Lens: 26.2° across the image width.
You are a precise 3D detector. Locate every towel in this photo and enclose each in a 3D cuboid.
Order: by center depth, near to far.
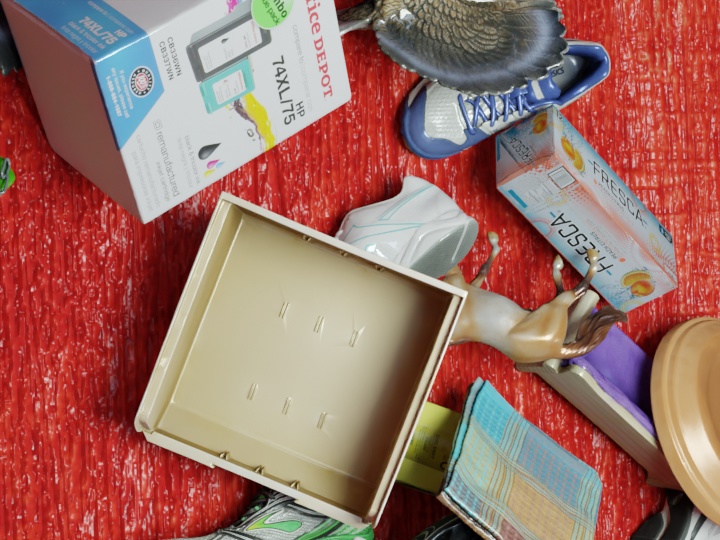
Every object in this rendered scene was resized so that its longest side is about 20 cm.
[{"bbox_3d":[0.132,0.174,1.236,0.146,0.200,0.022,40,113,-4],"label":"towel"}]

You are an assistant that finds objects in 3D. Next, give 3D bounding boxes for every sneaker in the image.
[{"bbox_3d":[-0.081,0.210,1.242,0.198,0.078,0.086,-6,84,-35],"label":"sneaker"},{"bbox_3d":[0.000,0.000,1.291,0.200,0.071,0.080,-36,64,-9],"label":"sneaker"},{"bbox_3d":[0.126,-0.158,1.340,0.199,0.088,0.076,-28,102,-22],"label":"sneaker"},{"bbox_3d":[0.315,0.263,1.422,0.115,0.076,0.201,43,69,-16],"label":"sneaker"}]

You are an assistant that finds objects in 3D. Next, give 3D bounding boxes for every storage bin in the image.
[{"bbox_3d":[-0.047,0.072,1.191,0.198,0.094,0.200,22,89,2],"label":"storage bin"}]

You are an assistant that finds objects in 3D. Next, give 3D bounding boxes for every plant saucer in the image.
[{"bbox_3d":[0.338,0.134,1.382,0.199,0.037,0.202,19,57,-33],"label":"plant saucer"}]

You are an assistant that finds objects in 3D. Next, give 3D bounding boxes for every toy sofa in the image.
[{"bbox_3d":[0.245,0.110,1.382,0.200,0.097,0.083,40,71,-19],"label":"toy sofa"}]

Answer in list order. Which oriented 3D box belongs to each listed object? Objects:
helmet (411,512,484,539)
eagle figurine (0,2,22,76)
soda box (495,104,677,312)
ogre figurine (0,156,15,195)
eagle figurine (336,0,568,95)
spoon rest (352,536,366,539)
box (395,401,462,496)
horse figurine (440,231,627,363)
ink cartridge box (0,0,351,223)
[{"bbox_3d":[0.101,0.290,1.256,0.198,0.191,0.202,-1,69,3],"label":"helmet"},{"bbox_3d":[-0.293,-0.267,1.138,0.151,0.151,0.201,30,109,18],"label":"eagle figurine"},{"bbox_3d":[0.197,-0.050,1.347,0.200,0.063,0.069,42,35,-33],"label":"soda box"},{"bbox_3d":[-0.355,-0.056,1.105,0.199,0.098,0.121,27,58,-38],"label":"ogre figurine"},{"bbox_3d":[0.066,-0.219,1.274,0.199,0.151,0.152,36,66,-13],"label":"eagle figurine"},{"bbox_3d":[-0.062,0.288,1.205,0.199,0.061,0.099,-37,147,9],"label":"spoon rest"},{"bbox_3d":[0.073,0.157,1.322,0.199,0.050,0.076,22,77,-23],"label":"box"},{"bbox_3d":[0.124,0.029,1.309,0.198,0.050,0.133,17,64,11],"label":"horse figurine"},{"bbox_3d":[-0.134,-0.167,1.155,0.199,0.146,0.148,-33,135,-23],"label":"ink cartridge box"}]
